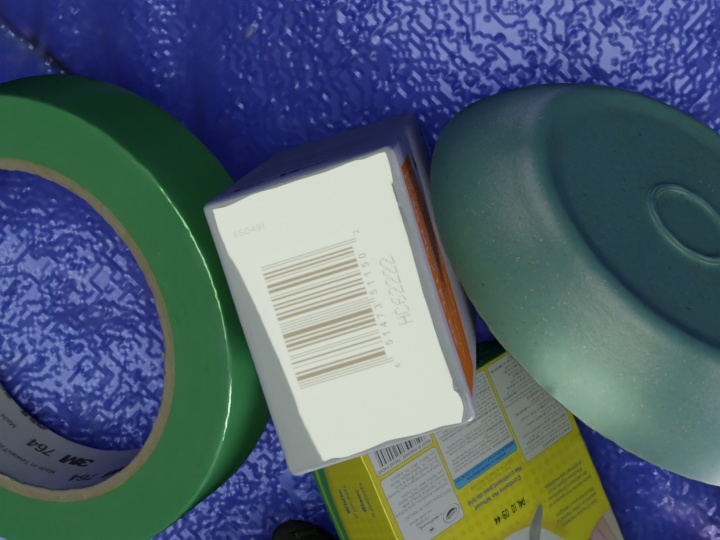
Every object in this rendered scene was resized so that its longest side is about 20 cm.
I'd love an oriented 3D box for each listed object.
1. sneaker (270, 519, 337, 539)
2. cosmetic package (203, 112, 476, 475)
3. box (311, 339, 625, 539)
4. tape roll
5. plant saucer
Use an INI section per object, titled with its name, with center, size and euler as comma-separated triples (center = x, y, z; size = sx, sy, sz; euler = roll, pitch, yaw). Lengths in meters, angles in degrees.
[sneaker]
center = -0.016, 0.211, 0.733
size = 0.090, 0.076, 0.202
euler = -25, 89, 18
[cosmetic package]
center = 0.000, 0.000, 0.668
size = 0.071, 0.200, 0.102
euler = -17, 98, 6
[box]
center = 0.066, 0.142, 0.735
size = 0.117, 0.048, 0.202
euler = -27, 96, -35
[tape roll]
center = -0.130, 0.020, 0.719
size = 0.198, 0.048, 0.203
euler = 8, 109, 24
[plant saucer]
center = 0.121, -0.008, 0.664
size = 0.199, 0.200, 0.036
euler = 35, 129, -3
